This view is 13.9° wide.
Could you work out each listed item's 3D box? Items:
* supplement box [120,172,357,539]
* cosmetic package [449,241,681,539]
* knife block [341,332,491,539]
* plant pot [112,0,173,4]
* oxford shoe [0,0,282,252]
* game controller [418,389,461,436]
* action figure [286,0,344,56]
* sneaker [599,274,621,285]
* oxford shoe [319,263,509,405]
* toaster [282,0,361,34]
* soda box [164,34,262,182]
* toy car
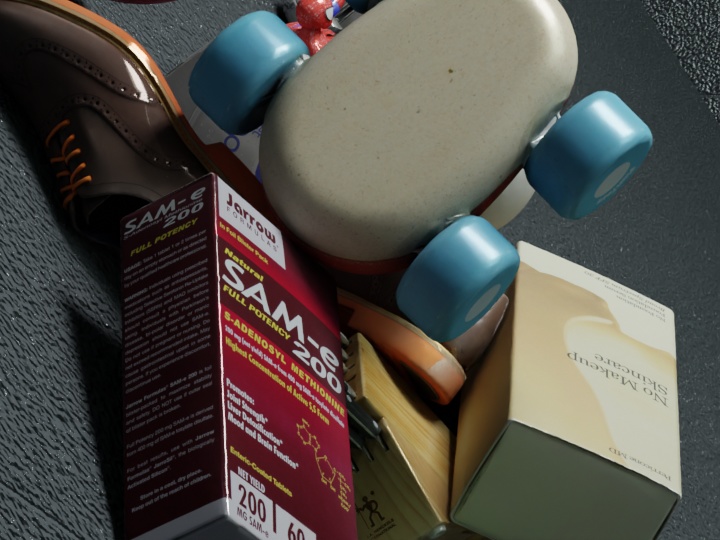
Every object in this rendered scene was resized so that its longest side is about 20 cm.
[{"bbox_3d":[-0.057,0.066,1.366,0.109,0.061,0.200,41,32,-42],"label":"supplement box"},{"bbox_3d":[0.110,0.074,1.568,0.105,0.071,0.200,24,27,-9],"label":"cosmetic package"},{"bbox_3d":[-0.005,0.079,1.557,0.176,0.064,0.200,61,16,18],"label":"knife block"},{"bbox_3d":[-0.147,-0.232,1.581,0.200,0.200,0.179,55,30,-1],"label":"plant pot"},{"bbox_3d":[-0.129,-0.064,1.478,0.200,0.071,0.073,42,48,8],"label":"oxford shoe"},{"bbox_3d":[0.062,0.076,1.726,0.200,0.104,0.042,23,73,-63],"label":"game controller"},{"bbox_3d":[0.006,-0.112,1.794,0.065,0.099,0.200,41,-17,34],"label":"action figure"},{"bbox_3d":[0.096,0.039,1.807,0.199,0.078,0.090,7,37,-24],"label":"sneaker"},{"bbox_3d":[0.000,0.000,1.623,0.200,0.073,0.071,34,-13,35],"label":"oxford shoe"},{"bbox_3d":[0.034,-0.185,2.107,0.114,0.129,0.200,59,16,12],"label":"toaster"},{"bbox_3d":[-0.037,-0.047,1.728,0.200,0.063,0.068,54,16,-2],"label":"soda box"},{"bbox_3d":[0.034,-0.057,1.515,0.184,0.177,0.200,45,-9,15],"label":"toy car"}]
